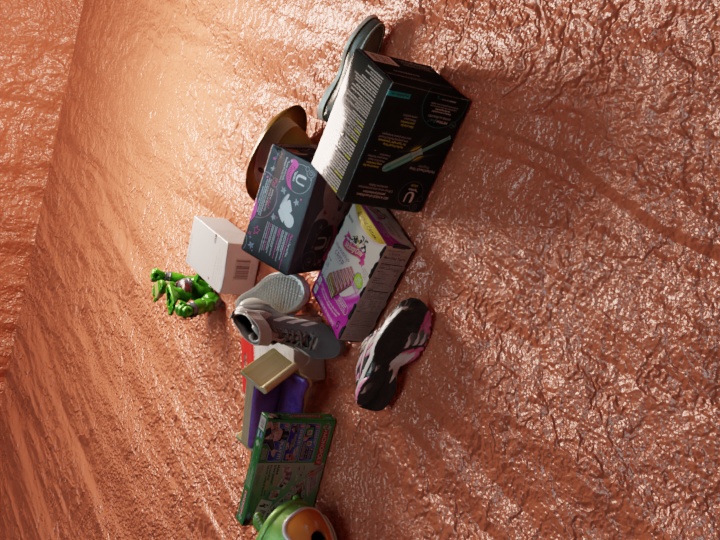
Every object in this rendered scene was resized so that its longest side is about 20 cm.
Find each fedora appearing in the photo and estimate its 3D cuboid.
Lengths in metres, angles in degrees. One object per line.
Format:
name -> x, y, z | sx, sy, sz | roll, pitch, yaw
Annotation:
fedora -> -0.128, -0.200, 1.798 | 0.082, 0.201, 0.201 | 30, 114, 16

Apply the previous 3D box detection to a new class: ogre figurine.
ogre figurine -> -0.373, 0.049, 2.135 | 0.200, 0.120, 0.099 | 8, 96, 59

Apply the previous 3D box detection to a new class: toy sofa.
toy sofa -> -0.154, 0.243, 1.721 | 0.098, 0.083, 0.200 | 37, 139, 25

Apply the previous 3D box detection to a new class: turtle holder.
turtle holder -> -0.109, 0.481, 1.638 | 0.132, 0.141, 0.186 | 26, 96, 35

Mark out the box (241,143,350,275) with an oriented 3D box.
box -> -0.100, -0.106, 1.709 | 0.115, 0.132, 0.201 | 30, 111, 29

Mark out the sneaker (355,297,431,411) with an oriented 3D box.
sneaker -> 0.036, 0.117, 1.536 | 0.200, 0.080, 0.086 | -59, 29, 24

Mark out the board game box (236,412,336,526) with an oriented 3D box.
board game box -> -0.128, 0.341, 1.691 | 0.029, 0.134, 0.201 | 32, 110, 54

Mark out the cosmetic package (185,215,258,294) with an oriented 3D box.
cosmetic package -> -0.287, -0.033, 2.052 | 0.200, 0.081, 0.113 | 30, 111, 54

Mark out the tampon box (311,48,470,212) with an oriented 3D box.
tampon box -> 0.042, -0.211, 1.509 | 0.126, 0.149, 0.200 | 53, 128, 46

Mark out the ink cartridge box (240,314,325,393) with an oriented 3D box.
ink cartridge box -> -0.146, 0.159, 1.812 | 0.200, 0.067, 0.117 | -24, 65, 53

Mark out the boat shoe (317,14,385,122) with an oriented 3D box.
boat shoe -> -0.004, -0.334, 1.680 | 0.060, 0.072, 0.202 | 37, 110, 30

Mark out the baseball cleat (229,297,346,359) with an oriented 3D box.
baseball cleat -> -0.127, 0.113, 1.668 | 0.106, 0.199, 0.070 | -52, -20, -65

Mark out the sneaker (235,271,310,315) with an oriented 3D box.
sneaker -> -0.132, 0.042, 1.780 | 0.200, 0.104, 0.076 | -22, 82, 48

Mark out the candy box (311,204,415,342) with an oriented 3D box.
candy box -> 0.000, 0.000, 1.621 | 0.200, 0.061, 0.136 | -63, 37, 27
